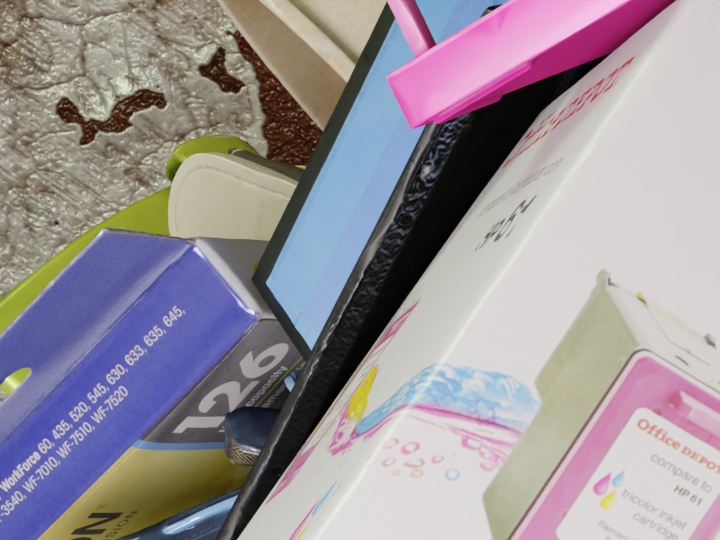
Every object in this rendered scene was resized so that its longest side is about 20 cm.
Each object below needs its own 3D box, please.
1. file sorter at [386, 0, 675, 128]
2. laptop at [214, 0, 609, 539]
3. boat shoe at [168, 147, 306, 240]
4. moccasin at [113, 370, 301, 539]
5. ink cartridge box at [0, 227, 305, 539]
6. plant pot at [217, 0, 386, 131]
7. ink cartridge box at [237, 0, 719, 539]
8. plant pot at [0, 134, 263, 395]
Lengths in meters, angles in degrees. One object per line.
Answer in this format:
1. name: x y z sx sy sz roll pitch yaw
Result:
1. file sorter: 0.089 -0.138 0.502 0.200 0.125 0.139 -29 -3 36
2. laptop: -0.001 -0.026 0.687 0.200 0.103 0.177 -22 -39 -63
3. boat shoe: 0.000 0.000 1.026 0.060 0.200 0.072 -1 -70 -43
4. moccasin: -0.026 0.073 0.823 0.200 0.068 0.080 -32 -8 -16
5. ink cartridge box: -0.078 0.065 0.897 0.198 0.047 0.200 -44 -23 26
6. plant pot: 0.069 -0.111 0.969 0.183 0.200 0.200 -43 3 -3
7. ink cartridge box: 0.033 0.051 0.527 0.200 0.085 0.145 -53 3 -11
8. plant pot: -0.080 0.042 1.330 0.181 0.200 0.199 -47 2 -6
